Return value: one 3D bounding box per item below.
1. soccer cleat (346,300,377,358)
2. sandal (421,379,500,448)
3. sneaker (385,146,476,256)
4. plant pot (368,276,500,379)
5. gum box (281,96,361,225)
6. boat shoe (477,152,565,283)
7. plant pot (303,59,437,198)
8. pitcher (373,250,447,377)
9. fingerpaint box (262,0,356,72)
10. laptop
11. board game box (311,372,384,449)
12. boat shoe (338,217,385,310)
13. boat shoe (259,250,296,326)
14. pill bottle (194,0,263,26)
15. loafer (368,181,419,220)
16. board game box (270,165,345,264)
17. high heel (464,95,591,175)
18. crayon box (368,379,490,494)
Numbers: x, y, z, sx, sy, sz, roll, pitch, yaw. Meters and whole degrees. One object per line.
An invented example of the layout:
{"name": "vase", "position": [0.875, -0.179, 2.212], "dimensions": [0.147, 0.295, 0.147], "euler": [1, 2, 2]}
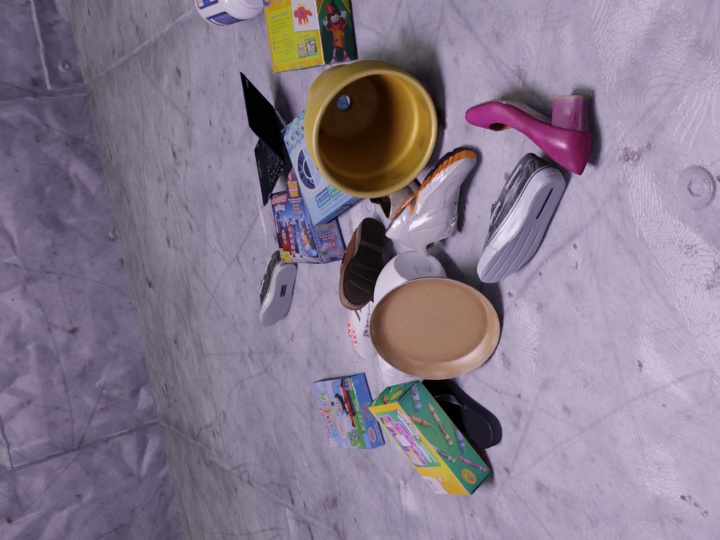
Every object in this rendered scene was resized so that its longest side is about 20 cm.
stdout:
{"name": "soccer cleat", "position": [0.018, 0.075, 1.484], "dimensions": [0.085, 0.068, 0.201], "euler": [26, 120, 59]}
{"name": "sandal", "position": [0.153, 0.233, 1.340], "dimensions": [0.200, 0.043, 0.076], "euler": [23, 122, 55]}
{"name": "sneaker", "position": [0.126, -0.102, 1.226], "dimensions": [0.092, 0.076, 0.200], "euler": [36, 130, -6]}
{"name": "plant pot", "position": [0.113, 0.085, 1.231], "dimensions": [0.028, 0.199, 0.200], "euler": [-83, 1, -55]}
{"name": "gum box", "position": [-0.062, -0.208, 1.493], "dimensions": [0.170, 0.044, 0.200], "euler": [-30, 76, 51]}
{"name": "boat shoe", "position": [0.211, -0.071, 1.091], "dimensions": [0.200, 0.072, 0.071], "euler": [-63, 39, 37]}
{"name": "plant pot", "position": [-0.003, -0.241, 1.265], "dimensions": [0.189, 0.200, 0.201], "euler": [-124, 32, -57]}
{"name": "pitcher", "position": [0.076, 0.052, 1.337], "dimensions": [0.172, 0.121, 0.200], "euler": [-101, 15, -47]}
{"name": "fingerpaint box", "position": [-0.095, -0.449, 1.436], "dimensions": [0.200, 0.073, 0.167], "euler": [13, 115, 58]}
{"name": "laptop", "position": [-0.221, -0.269, 1.660], "dimensions": [0.200, 0.103, 0.178], "euler": [-58, 35, 42]}
{"name": "board game box", "position": [-0.031, 0.301, 1.700], "dimensions": [0.200, 0.037, 0.152], "euler": [-22, 84, 62]}
{"name": "boat shoe", "position": [0.000, 0.000, 1.398], "dimensions": [0.068, 0.072, 0.200], "euler": [-50, 16, 46]}
{"name": "boat shoe", "position": [-0.196, 0.042, 1.848], "dimensions": [0.064, 0.071, 0.200], "euler": [51, 135, 35]}
{"name": "pill bottle", "position": [-0.253, -0.562, 1.622], "dimensions": [0.200, 0.111, 0.111], "euler": [15, 116, 58]}
{"name": "loafer", "position": [0.036, -0.155, 1.344], "dimensions": [0.200, 0.068, 0.076], "euler": [52, 143, 36]}
{"name": "board game box", "position": [-0.114, -0.117, 1.632], "dimensions": [0.200, 0.062, 0.200], "euler": [4, 105, 61]}
{"name": "high heel", "position": [0.207, -0.171, 1.032], "dimensions": [0.200, 0.067, 0.096], "euler": [10, 101, 55]}
{"name": "crayon box", "position": [0.113, 0.282, 1.343], "dimensions": [0.200, 0.058, 0.119], "euler": [52, 153, -4]}
